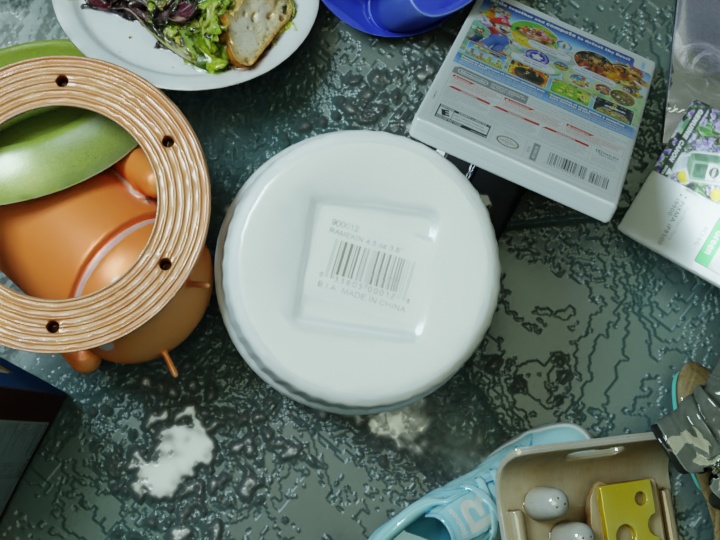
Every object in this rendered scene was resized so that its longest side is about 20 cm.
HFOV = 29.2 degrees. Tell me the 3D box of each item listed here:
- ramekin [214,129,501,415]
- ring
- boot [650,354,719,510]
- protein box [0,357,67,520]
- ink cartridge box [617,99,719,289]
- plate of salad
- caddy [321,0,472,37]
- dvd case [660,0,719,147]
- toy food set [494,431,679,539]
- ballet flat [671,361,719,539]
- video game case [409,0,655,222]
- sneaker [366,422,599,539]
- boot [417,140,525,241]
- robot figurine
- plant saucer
[{"bbox_3d":[0.000,0.000,0.930,0.200,0.098,0.201,0,89,-3],"label":"ramekin"},{"bbox_3d":[-0.198,-0.044,0.911,0.200,0.019,0.201,0,80,-1],"label":"ring"},{"bbox_3d":[0.298,0.120,0.892,0.200,0.068,0.131,35,98,10],"label":"boot"},{"bbox_3d":[-0.344,0.095,0.958,0.198,0.200,0.135,27,86,8],"label":"protein box"},{"bbox_3d":[0.289,-0.026,0.947,0.200,0.050,0.109,34,98,34],"label":"ink cartridge box"},{"bbox_3d":[-0.129,-0.217,1.027,0.199,0.048,0.201,3,58,-4],"label":"plate of salad"},{"bbox_3d":[0.044,-0.270,1.023,0.141,0.105,0.200,33,86,-14],"label":"caddy"},{"bbox_3d":[0.330,-0.153,1.023,0.199,0.016,0.149,7,83,6],"label":"dvd case"},{"bbox_3d":[0.177,0.213,0.935,0.143,0.060,0.201,-4,81,-25],"label":"toy food set"},{"bbox_3d":[0.268,0.157,0.945,0.068,0.072,0.201,1,77,-39],"label":"ballet flat"},{"bbox_3d":[0.126,-0.121,0.963,0.143,0.018,0.200,24,40,3],"label":"video game case"},{"bbox_3d":[0.084,0.175,0.968,0.200,0.082,0.074,-36,82,0],"label":"sneaker"},{"bbox_3d":[0.037,-0.070,1.010,0.164,0.066,0.200,27,91,-4],"label":"boot"},{"bbox_3d":[-0.184,-0.013,0.987,0.200,0.117,0.144,38,76,26],"label":"robot figurine"},{"bbox_3d":[-0.244,-0.116,0.998,0.199,0.031,0.200,-6,37,5],"label":"plant saucer"}]
